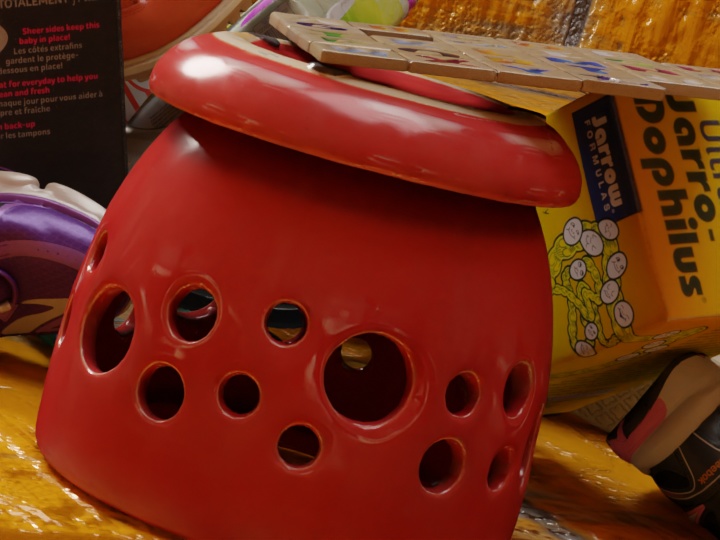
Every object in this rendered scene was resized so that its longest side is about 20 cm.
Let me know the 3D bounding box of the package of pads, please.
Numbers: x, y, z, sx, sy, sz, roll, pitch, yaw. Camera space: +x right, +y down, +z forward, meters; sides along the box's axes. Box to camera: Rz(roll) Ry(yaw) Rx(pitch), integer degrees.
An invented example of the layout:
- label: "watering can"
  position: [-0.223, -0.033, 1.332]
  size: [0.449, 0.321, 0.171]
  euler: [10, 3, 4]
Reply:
- label: "package of pads"
  position: [-0.054, -0.114, 1.456]
  size: [0.068, 0.154, 0.200]
  euler: [49, 23, -6]

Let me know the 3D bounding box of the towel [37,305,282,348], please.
- label: "towel"
  position: [-0.106, 0.025, 1.262]
  size: [0.146, 0.022, 0.200]
  euler: [11, 10, -30]

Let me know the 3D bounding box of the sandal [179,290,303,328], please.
- label: "sandal"
  position: [0.000, 0.000, 1.295]
  size: [0.199, 0.045, 0.075]
  euler: [-2, 14, -12]

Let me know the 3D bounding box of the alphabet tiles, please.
- label: "alphabet tiles"
  position: [0.070, -0.084, 1.038]
  size: [0.199, 0.008, 0.167]
  euler: [5, 9, -10]

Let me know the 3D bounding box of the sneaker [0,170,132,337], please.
- label: "sneaker"
  position: [-0.197, 0.007, 1.115]
  size: [0.199, 0.081, 0.084]
  euler: [2, 30, -7]

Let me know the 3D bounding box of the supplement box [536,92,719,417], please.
- label: "supplement box"
  position: [0.100, -0.004, 1.173]
  size: [0.109, 0.109, 0.200]
  euler: [-4, -15, -38]

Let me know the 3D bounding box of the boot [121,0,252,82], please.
- label: "boot"
  position: [-0.141, -0.147, 1.309]
  size: [0.200, 0.107, 0.075]
  euler: [-26, 29, -5]

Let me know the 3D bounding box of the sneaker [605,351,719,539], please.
- label: "sneaker"
  position: [0.180, 0.098, 1.192]
  size: [0.086, 0.080, 0.200]
  euler: [48, 17, 20]

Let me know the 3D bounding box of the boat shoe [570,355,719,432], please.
- label: "boat shoe"
  position: [0.111, 0.037, 1.363]
  size: [0.199, 0.075, 0.062]
  euler: [13, 29, 20]

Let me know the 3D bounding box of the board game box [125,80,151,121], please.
- label: "board game box"
  position: [-0.181, -0.154, 1.446]
  size: [0.200, 0.152, 0.046]
  euler: [19, -28, 38]

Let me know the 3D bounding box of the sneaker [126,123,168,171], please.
- label: "sneaker"
  position: [-0.046, -0.053, 1.329]
  size: [0.199, 0.080, 0.074]
  euler: [-2, -24, 6]

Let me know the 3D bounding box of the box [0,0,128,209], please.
- label: "box"
  position: [-0.182, -0.095, 1.224]
  size: [0.122, 0.201, 0.106]
  euler: [-6, 17, -18]

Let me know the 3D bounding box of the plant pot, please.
- label: "plant pot"
  position: [-0.014, 0.008, 1.027]
  size: [0.200, 0.183, 0.200]
  euler: [15, 7, -2]
